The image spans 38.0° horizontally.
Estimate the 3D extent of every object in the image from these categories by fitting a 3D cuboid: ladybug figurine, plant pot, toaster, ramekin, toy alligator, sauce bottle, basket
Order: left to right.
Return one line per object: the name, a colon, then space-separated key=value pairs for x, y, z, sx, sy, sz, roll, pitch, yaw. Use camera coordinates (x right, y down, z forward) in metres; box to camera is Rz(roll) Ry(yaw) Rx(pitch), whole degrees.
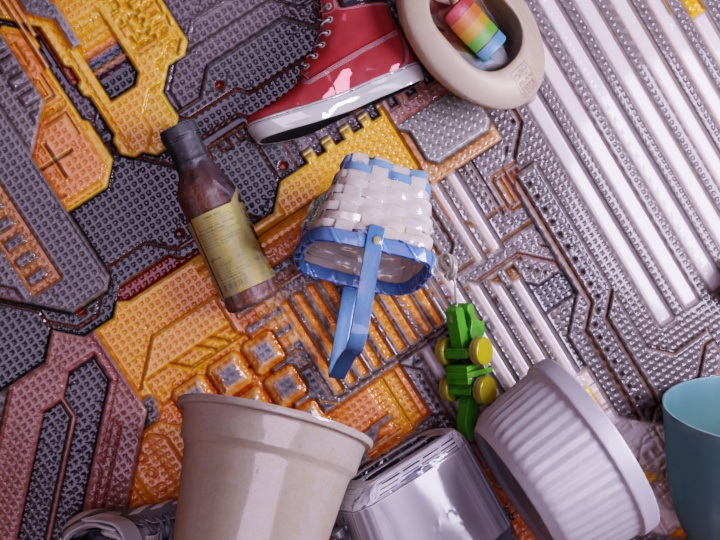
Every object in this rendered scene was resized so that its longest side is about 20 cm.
sauce bottle: x=-0.149 y=-0.057 z=1.087 sx=0.065 sy=0.066 sz=0.202 roll=-23 pitch=95 yaw=-6
plant pot: x=-0.103 y=0.235 z=1.009 sx=0.198 sy=0.201 sz=0.185 roll=15 pitch=73 yaw=-7
basket: x=0.000 y=0.000 z=1.057 sx=0.138 sy=0.176 sz=0.202 roll=9 pitch=71 yaw=-8
toaster: x=0.066 y=0.251 z=1.089 sx=0.199 sy=0.114 sz=0.130 roll=-27 pitch=92 yaw=-22
ladybug figurine: x=0.112 y=-0.250 z=1.106 sx=0.136 sy=0.072 sz=0.200 roll=-44 pitch=100 yaw=-18
toy alligator: x=0.118 y=0.078 z=1.131 sx=0.054 sy=0.059 sz=0.202 roll=-8 pitch=93 yaw=-47
ramekin: x=0.201 y=0.201 z=1.067 sx=0.104 sy=0.200 sz=0.201 roll=-31 pitch=95 yaw=-6
plant pot: x=0.417 y=0.220 z=1.106 sx=0.198 sy=0.201 sz=0.163 roll=-3 pitch=105 yaw=-7

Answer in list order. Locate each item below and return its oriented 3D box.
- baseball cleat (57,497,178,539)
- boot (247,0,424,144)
baseball cleat: x=-0.206 y=0.271 z=1.066 sx=0.198 sy=0.106 sz=0.071 roll=-8 pitch=87 yaw=-9
boot: x=-0.048 y=-0.226 z=1.096 sx=0.199 sy=0.072 sz=0.145 roll=-26 pitch=94 yaw=-14
